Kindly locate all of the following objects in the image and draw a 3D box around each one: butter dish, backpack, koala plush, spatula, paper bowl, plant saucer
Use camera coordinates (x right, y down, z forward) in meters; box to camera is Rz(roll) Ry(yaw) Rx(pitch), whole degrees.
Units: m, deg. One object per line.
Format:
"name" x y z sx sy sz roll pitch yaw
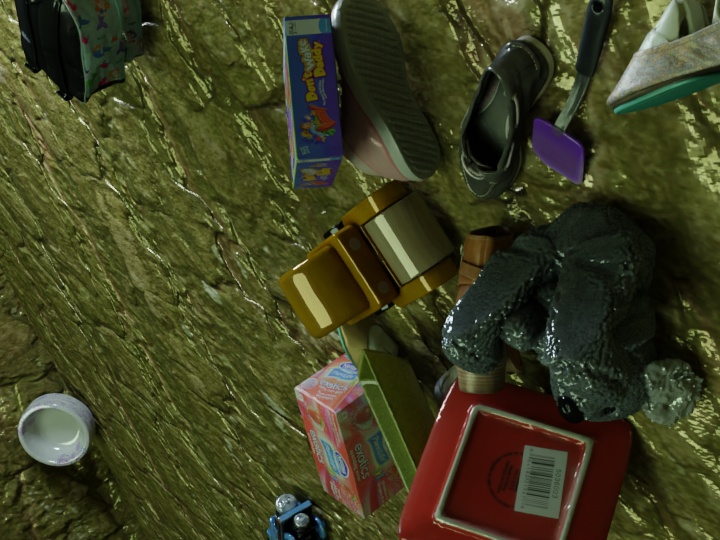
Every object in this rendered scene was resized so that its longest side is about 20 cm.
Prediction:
"butter dish" 0.165 0.237 1.113 0.199 0.200 0.148 15 157 18
"backpack" -0.385 -0.351 1.429 0.178 0.151 0.200 42 156 21
"koala plush" 0.209 0.063 0.947 0.177 0.184 0.200 9 148 46
"spatula" 0.179 -0.150 0.881 0.056 0.021 0.200 36 145 23
"paper bowl" -0.832 0.431 2.933 0.104 0.200 0.201 -82 -28 -68
"plant saucer" 0.059 0.189 1.242 0.200 0.048 0.200 99 148 -75

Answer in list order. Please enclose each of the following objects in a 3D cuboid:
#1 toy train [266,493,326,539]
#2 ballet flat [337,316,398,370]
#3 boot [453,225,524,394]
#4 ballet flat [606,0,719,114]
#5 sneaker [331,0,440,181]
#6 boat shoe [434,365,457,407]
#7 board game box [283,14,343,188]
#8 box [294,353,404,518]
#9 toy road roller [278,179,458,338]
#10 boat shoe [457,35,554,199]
"toy train" -0.121 0.490 1.957 0.114 0.087 0.200 45 151 33
"ballet flat" 0.032 0.125 1.376 0.063 0.069 0.200 -9 117 30
"boot" 0.127 0.031 1.081 0.077 0.200 0.156 3 96 16
"ballet flat" 0.247 -0.162 0.733 0.200 0.068 0.067 -12 89 55
"sneaker" 0.000 -0.179 1.076 0.105 0.075 0.200 5 127 50
"boat shoe" 0.168 0.184 1.200 0.200 0.071 0.070 51 146 14
"board game box" -0.050 -0.163 1.073 0.200 0.045 0.135 140 125 -84
"box" -0.006 0.231 1.487 0.095 0.103 0.200 25 137 44
"toy road roller" 0.000 0.000 1.187 0.123 0.146 0.200 56 152 0
"boat shoe" 0.117 -0.128 0.965 0.067 0.057 0.200 45 150 20
